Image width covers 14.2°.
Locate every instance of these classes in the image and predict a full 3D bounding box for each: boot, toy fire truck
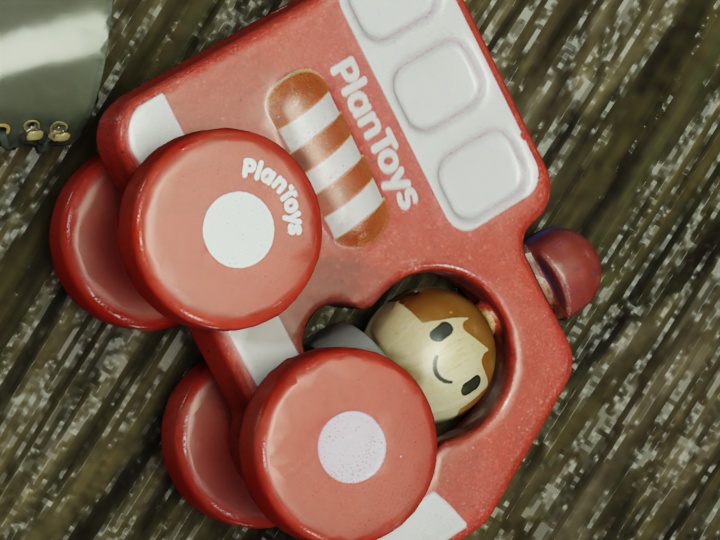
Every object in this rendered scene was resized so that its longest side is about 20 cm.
[{"bbox_3d":[-0.161,-0.037,1.001,0.138,0.077,0.201,14,97,-11],"label":"boot"},{"bbox_3d":[0.000,0.000,1.006,0.168,0.112,0.201,-32,100,-19],"label":"toy fire truck"}]
